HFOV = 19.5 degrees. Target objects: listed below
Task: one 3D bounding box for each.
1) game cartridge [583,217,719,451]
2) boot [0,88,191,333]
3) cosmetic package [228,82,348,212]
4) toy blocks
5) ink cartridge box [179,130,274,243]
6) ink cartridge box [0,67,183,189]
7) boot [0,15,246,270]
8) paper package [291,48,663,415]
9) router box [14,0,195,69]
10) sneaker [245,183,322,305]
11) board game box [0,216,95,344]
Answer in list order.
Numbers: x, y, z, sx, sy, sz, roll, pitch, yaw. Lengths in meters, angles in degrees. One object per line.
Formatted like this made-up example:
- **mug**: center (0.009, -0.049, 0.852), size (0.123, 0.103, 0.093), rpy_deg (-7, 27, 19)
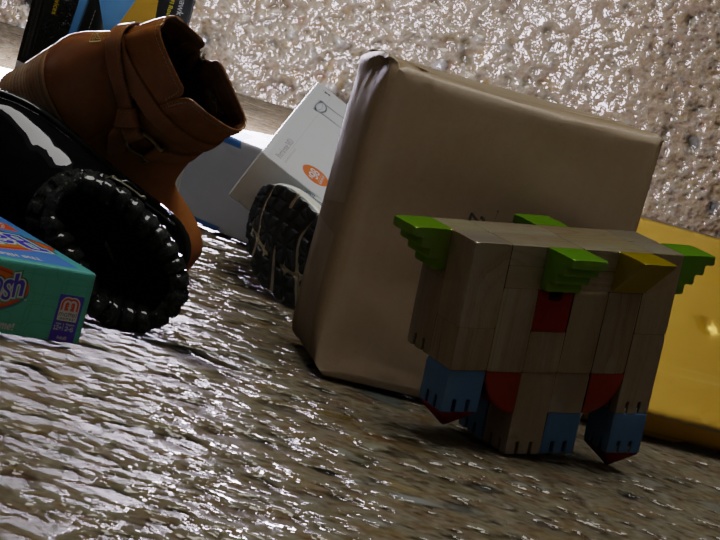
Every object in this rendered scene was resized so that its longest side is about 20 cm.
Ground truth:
- **game cartridge**: center (0.236, 0.047, 1.464), size (0.199, 0.032, 0.177), rpy_deg (14, 49, -15)
- **boot**: center (-0.192, -0.044, 1.286), size (0.210, 0.080, 0.158), rpy_deg (29, 7, -4)
- **cosmetic package**: center (-0.009, -0.061, 1.651), size (0.151, 0.052, 0.200), rpy_deg (36, 23, -3)
- **toy blocks**: center (0.103, 0.045, 1.229), size (0.199, 0.137, 0.100), rpy_deg (3, 16, -31)
- **ink cartridge box**: center (-0.052, -0.064, 1.825), size (0.146, 0.086, 0.200), rpy_deg (23, 11, 38)
- **ink cartridge box**: center (-0.242, -0.102, 1.691), size (0.144, 0.084, 0.200), rpy_deg (12, 8, -27)
- **boot**: center (-0.129, -0.083, 1.390), size (0.155, 0.200, 0.077), rpy_deg (-15, 32, 36)
- **paper package**: center (0.070, -0.020, 1.328), size (0.190, 0.201, 0.103), rpy_deg (14, 7, -13)
- **router box**: center (-0.253, -0.215, 2.032), size (0.149, 0.201, 0.051), rpy_deg (13, 6, -26)
- **sneaker**: center (0.000, 0.000, 1.512), size (0.200, 0.078, 0.086), rpy_deg (34, 22, 33)
- **board game box**: center (-0.263, -0.017, 1.181), size (0.152, 0.045, 0.200), rpy_deg (11, 10, -38)
